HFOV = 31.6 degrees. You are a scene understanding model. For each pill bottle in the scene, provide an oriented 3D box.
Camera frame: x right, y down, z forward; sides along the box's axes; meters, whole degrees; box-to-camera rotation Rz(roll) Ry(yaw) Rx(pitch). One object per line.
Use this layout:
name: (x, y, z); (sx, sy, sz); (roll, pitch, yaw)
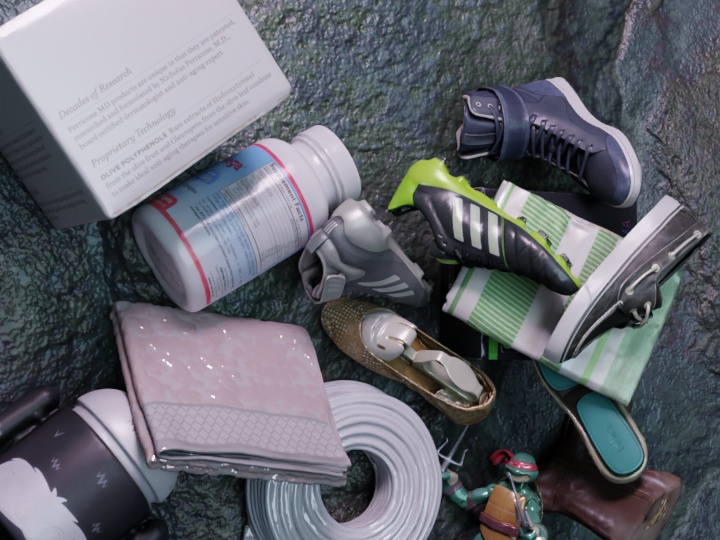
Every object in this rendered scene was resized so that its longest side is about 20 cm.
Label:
pill bottle: (-0.102, -0.055, 1.186); (0.200, 0.109, 0.109); (-32, 103, -22)

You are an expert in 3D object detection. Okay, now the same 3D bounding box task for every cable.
cable: (-0.016, 0.209, 1.247); (0.199, 0.069, 0.201); (0, 90, -24)

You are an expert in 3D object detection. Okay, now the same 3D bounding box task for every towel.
towel: (-0.116, 0.107, 1.147); (0.199, 0.191, 0.032); (11, 127, -31)
towel: (0.196, 0.019, 1.229); (0.200, 0.023, 0.153); (26, 77, 2)

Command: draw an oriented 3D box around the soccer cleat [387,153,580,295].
soccer cleat: (0.115, -0.027, 1.195); (0.200, 0.068, 0.081); (38, 92, 19)

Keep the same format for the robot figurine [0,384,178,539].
robot figurine: (-0.254, 0.192, 1.111); (0.200, 0.125, 0.151); (-39, 129, -20)

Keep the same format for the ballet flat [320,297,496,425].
ballet flat: (0.054, 0.082, 1.263); (0.200, 0.065, 0.071); (31, 62, -11)

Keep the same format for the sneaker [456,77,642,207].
sneaker: (0.179, -0.123, 1.283); (0.146, 0.202, 0.077); (-7, 128, -24)

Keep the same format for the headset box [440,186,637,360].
headset box: (0.178, 0.005, 1.323); (0.199, 0.093, 0.175); (2, 89, -24)

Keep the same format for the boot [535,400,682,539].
boot: (0.273, 0.198, 1.307); (0.064, 0.200, 0.186); (47, 73, -18)

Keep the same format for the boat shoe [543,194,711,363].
boat shoe: (0.249, 0.017, 1.180); (0.064, 0.071, 0.200); (39, 77, 16)

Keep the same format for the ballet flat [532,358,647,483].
ballet flat: (0.219, 0.116, 1.254); (0.069, 0.069, 0.200); (-17, 77, -23)

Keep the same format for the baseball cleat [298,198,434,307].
baseball cleat: (0.000, 0.000, 1.230); (0.106, 0.070, 0.200); (-39, 145, 1)

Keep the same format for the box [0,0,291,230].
box: (-0.208, -0.160, 1.087); (0.200, 0.199, 0.172); (-39, 105, -21)

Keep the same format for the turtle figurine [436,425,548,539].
turtle figurine: (0.141, 0.257, 1.294); (0.101, 0.150, 0.201); (10, 94, -42)
